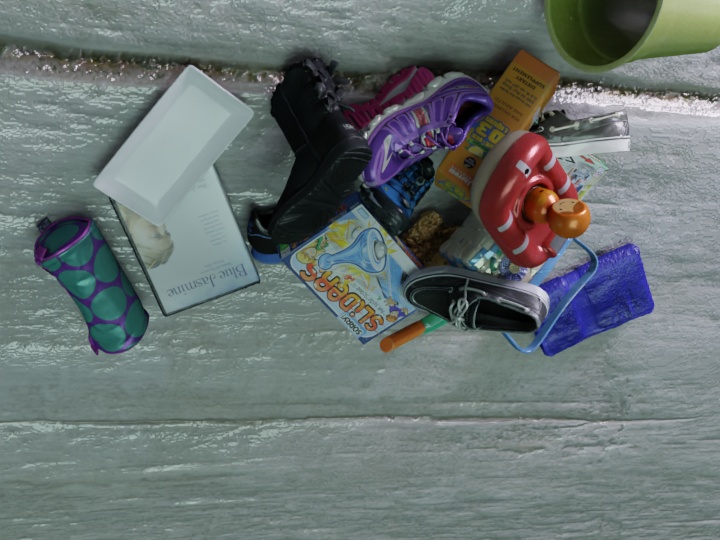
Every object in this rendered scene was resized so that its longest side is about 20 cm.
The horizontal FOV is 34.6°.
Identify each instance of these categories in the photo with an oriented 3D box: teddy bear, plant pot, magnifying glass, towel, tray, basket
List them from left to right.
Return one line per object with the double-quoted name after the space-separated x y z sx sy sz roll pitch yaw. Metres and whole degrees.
-0.235 -0.156 1.448 0.107 0.022 0.200 34 107 -28 "tray"
0.089 -0.022 1.663 0.200 0.067 0.145 -24 141 -8 "teddy bear"
0.097 0.079 1.686 0.200 0.022 0.080 -21 165 -48 "magnifying glass"
0.221 -0.003 1.606 0.200 0.139 0.176 41 81 -29 "basket"
0.361 0.052 1.818 0.200 0.050 0.148 -26 132 3 "towel"
0.364 -0.338 1.432 0.190 0.200 0.200 -1 129 -35 "plant pot"

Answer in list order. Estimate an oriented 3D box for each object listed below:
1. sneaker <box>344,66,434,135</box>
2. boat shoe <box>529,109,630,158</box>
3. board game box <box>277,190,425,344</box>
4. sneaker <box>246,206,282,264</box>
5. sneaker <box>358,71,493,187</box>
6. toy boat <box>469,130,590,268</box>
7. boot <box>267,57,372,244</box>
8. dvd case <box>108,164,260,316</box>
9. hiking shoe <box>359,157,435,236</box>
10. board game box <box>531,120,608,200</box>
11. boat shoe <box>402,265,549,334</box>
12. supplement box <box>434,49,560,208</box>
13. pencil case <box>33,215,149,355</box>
0.020 -0.175 1.495 0.200 0.081 0.088 -28 130 5 "sneaker"
0.261 -0.183 1.552 0.200 0.071 0.064 -6 97 -5 "boat shoe"
0.000 0.000 1.567 0.135 0.034 0.200 -34 126 14 "board game box"
-0.054 -0.061 1.568 0.200 0.070 0.078 -11 137 -9 "sneaker"
0.079 -0.170 1.420 0.200 0.083 0.081 -40 139 -12 "sneaker"
0.227 -0.079 1.431 0.131 0.131 0.200 -54 137 -10 "toy boat"
-0.072 -0.152 1.431 0.073 0.163 0.198 4 138 -42 "boot"
-0.231 -0.041 1.539 0.142 0.018 0.200 -20 123 -2 "dvd case"
0.052 -0.112 1.486 0.087 0.200 0.074 -34 109 15 "hiking shoe"
0.238 -0.140 1.634 0.200 0.029 0.135 24 116 -33 "board game box"
0.145 0.048 1.520 0.199 0.068 0.074 13 126 17 "boat shoe"
0.176 -0.181 1.488 0.200 0.066 0.069 -56 172 -7 "supplement box"
-0.353 0.020 1.522 0.092 0.085 0.200 -34 132 -12 "pencil case"
